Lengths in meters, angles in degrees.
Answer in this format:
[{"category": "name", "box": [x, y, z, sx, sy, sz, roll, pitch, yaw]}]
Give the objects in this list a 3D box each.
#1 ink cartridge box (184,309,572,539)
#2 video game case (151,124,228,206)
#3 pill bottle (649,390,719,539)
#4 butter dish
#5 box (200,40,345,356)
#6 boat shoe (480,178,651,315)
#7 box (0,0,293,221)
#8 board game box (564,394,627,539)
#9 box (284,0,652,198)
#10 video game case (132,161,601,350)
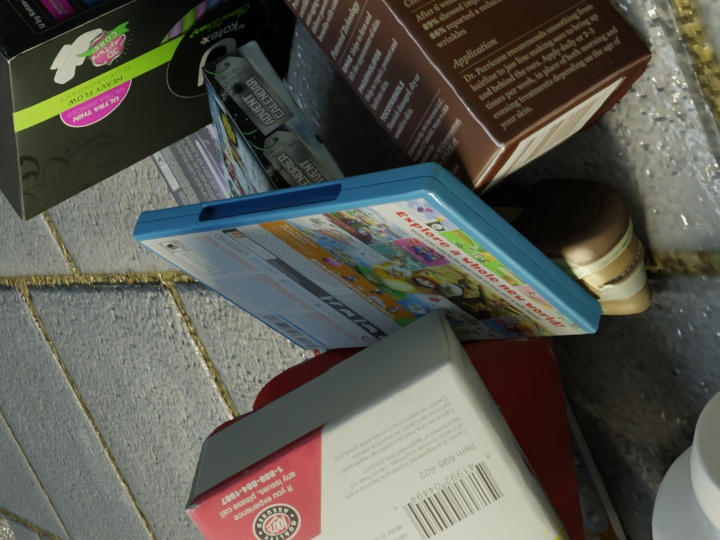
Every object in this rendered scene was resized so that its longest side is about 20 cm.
[{"category": "ink cartridge box", "box": [0.028, 0.146, 0.665, 0.201, 0.144, 0.083, 59, -174, -14]}, {"category": "video game case", "box": [-0.090, -0.054, 1.003, 0.144, 0.019, 0.200, 61, 153, -6]}, {"category": "pill bottle", "box": [0.189, 0.148, 0.630, 0.113, 0.113, 0.201, 36, 147, 36]}, {"category": "butter dish", "box": [0.014, 0.108, 0.796, 0.148, 0.198, 0.201, -115, 9, -57]}, {"category": "box", "box": [-0.039, -0.027, 0.815, 0.137, 0.040, 0.200, 56, 168, 21]}, {"category": "boat shoe", "box": [0.072, -0.008, 0.727, 0.199, 0.072, 0.076, 18, 149, 55]}, {"category": "box", "box": [-0.151, -0.154, 0.798, 0.124, 0.199, 0.149, 47, 152, 20]}, {"category": "board game box", "box": [0.080, 0.118, 0.886, 0.200, 0.026, 0.201, 0, 118, 60]}, {"category": "box", "box": [0.027, -0.137, 0.623, 0.201, 0.100, 0.075, 54, 153, 9]}, {"category": "video game case", "box": [0.000, 0.000, 0.675, 0.199, 0.018, 0.143, -6, 149, 42]}]
